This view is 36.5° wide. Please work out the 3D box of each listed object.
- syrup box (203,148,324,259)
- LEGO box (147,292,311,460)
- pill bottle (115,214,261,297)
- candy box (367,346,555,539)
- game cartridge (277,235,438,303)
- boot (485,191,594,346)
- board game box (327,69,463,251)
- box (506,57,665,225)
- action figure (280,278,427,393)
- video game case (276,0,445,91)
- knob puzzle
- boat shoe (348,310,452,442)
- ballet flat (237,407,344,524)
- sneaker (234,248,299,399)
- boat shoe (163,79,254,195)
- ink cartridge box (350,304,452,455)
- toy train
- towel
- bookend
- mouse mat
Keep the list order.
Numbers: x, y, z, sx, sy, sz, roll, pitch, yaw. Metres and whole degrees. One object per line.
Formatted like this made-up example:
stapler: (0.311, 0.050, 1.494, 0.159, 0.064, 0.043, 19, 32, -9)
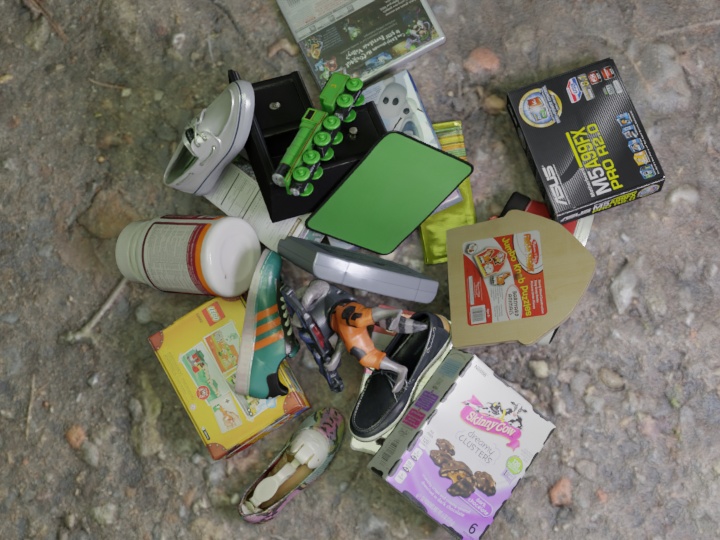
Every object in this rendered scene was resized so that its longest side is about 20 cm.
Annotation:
syrup box: (-0.143, -0.101, 1.547, 0.199, 0.079, 0.082, 37, 103, 19)
LEGO box: (-0.184, 0.144, 1.544, 0.148, 0.077, 0.201, -31, 80, 2)
pill bottle: (-0.243, -0.022, 1.523, 0.198, 0.109, 0.111, 3, 83, 38)
candy box: (0.135, 0.233, 1.447, 0.167, 0.071, 0.201, 40, 80, -19)
game cartridge: (0.000, 0.000, 1.462, 0.198, 0.133, 0.041, 14, 93, -31)
boot: (0.229, -0.004, 1.514, 0.143, 0.072, 0.202, 16, 78, 9)
board game box: (0.018, -0.151, 1.559, 0.198, 0.043, 0.201, -24, 80, 12)
box: (0.308, -0.179, 1.508, 0.158, 0.044, 0.202, -17, 69, -1)
action figure: (-0.014, 0.080, 1.402, 0.192, 0.201, 0.105, 27, 62, 33)
video game case: (-0.001, -0.370, 1.610, 0.198, 0.023, 0.183, -27, 80, 3)
knob puzzle: (0.217, 0.012, 1.459, 0.217, 0.030, 0.222, -9, 62, 16)
boat shoe: (0.045, 0.136, 1.445, 0.074, 0.062, 0.201, 34, 86, 37)
ballet flat: (-0.097, 0.276, 1.521, 0.069, 0.071, 0.200, 43, 90, 11)
sneaker: (-0.116, 0.074, 1.469, 0.079, 0.071, 0.203, 9, 98, 0)
boat shoe: (-0.204, -0.171, 1.450, 0.201, 0.066, 0.074, -57, 46, 38)
ink cartridge box: (0.061, 0.160, 1.516, 0.115, 0.068, 0.203, 12, 84, 9)
toy train: (-0.054, -0.177, 1.401, 0.056, 0.042, 0.201, 18, 59, 19)
towel: (0.118, -0.113, 1.566, 0.085, 0.018, 0.203, -10, 82, 7)
bookend: (-0.058, -0.192, 1.486, 0.198, 0.092, 0.200, -15, 61, -12)
mouse mat: (0.038, -0.100, 1.467, 0.200, 0.160, 0.008, -46, 44, 31)
